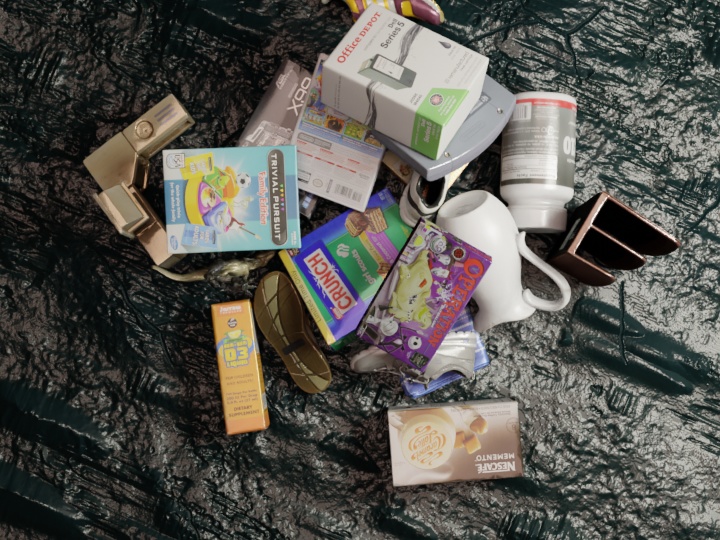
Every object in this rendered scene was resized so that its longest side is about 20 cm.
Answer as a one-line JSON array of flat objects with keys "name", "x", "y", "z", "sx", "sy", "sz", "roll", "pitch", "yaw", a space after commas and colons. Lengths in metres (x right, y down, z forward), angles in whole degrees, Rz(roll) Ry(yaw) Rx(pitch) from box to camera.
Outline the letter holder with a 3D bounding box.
[{"name": "letter holder", "x": 0.371, "y": -0.026, "z": 1.498, "sx": 0.141, "sy": 0.200, "sz": 0.101, "roll": 32, "pitch": 88, "yaw": 3}]

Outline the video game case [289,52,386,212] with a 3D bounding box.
[{"name": "video game case", "x": -0.027, "y": -0.207, "z": 1.532, "sx": 0.141, "sy": 0.018, "sz": 0.203, "roll": 20, "pitch": 96, "yaw": 6}]

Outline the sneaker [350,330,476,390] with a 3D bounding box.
[{"name": "sneaker", "x": 0.083, "y": 0.141, "z": 1.539, "sx": 0.197, "sy": 0.075, "sz": 0.083, "roll": -7, "pitch": 82, "yaw": -1}]

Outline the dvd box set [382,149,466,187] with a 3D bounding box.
[{"name": "dvd box set", "x": 0.083, "y": -0.218, "z": 1.577, "sx": 0.199, "sy": 0.029, "sz": 0.147, "roll": 40, "pitch": 87, "yaw": -12}]

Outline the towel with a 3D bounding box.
[{"name": "towel", "x": 0.103, "y": 0.082, "z": 1.591, "sx": 0.143, "sy": 0.024, "sz": 0.202, "roll": -22, "pitch": 86, "yaw": 0}]

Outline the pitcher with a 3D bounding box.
[{"name": "pitcher", "x": 0.208, "y": -0.017, "z": 1.499, "sx": 0.170, "sy": 0.122, "sz": 0.202, "roll": -11, "pitch": 117, "yaw": 30}]

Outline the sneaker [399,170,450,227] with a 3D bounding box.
[{"name": "sneaker", "x": 0.115, "y": -0.165, "z": 1.520, "sx": 0.073, "sy": 0.080, "sz": 0.203, "roll": 15, "pitch": 76, "yaw": -11}]

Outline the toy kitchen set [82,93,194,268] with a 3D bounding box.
[{"name": "toy kitchen set", "x": -0.303, "y": -0.138, "z": 1.549, "sx": 0.180, "sy": 0.163, "sz": 0.201, "roll": -37, "pitch": 86, "yaw": 0}]

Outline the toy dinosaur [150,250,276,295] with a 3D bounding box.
[{"name": "toy dinosaur", "x": -0.210, "y": 0.004, "z": 1.548, "sx": 0.197, "sy": 0.088, "sz": 0.048, "roll": -7, "pitch": 113, "yaw": -27}]

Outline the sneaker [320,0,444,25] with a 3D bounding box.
[{"name": "sneaker", "x": 0.034, "y": -0.417, "z": 1.604, "sx": 0.198, "sy": 0.075, "sz": 0.091, "roll": 29, "pitch": 96, "yaw": 10}]

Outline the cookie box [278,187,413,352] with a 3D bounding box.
[{"name": "cookie box", "x": 0.000, "y": 0.000, "z": 1.558, "sx": 0.198, "sy": 0.075, "sz": 0.172, "roll": -31, "pitch": 74, "yaw": -1}]

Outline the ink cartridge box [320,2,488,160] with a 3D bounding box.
[{"name": "ink cartridge box", "x": 0.061, "y": -0.271, "z": 1.452, "sx": 0.198, "sy": 0.084, "sz": 0.146, "roll": 28, "pitch": 61, "yaw": 12}]

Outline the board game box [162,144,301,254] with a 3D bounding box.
[{"name": "board game box", "x": -0.189, "y": -0.106, "z": 1.510, "sx": 0.197, "sy": 0.047, "sz": 0.154, "roll": -3, "pitch": 94, "yaw": -2}]

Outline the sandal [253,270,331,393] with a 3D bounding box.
[{"name": "sandal", "x": -0.103, "y": 0.095, "z": 1.586, "sx": 0.079, "sy": 0.054, "sz": 0.202, "roll": -24, "pitch": 100, "yaw": 14}]

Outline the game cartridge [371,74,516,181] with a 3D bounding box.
[{"name": "game cartridge", "x": 0.130, "y": -0.219, "z": 1.494, "sx": 0.199, "sy": 0.041, "sz": 0.133, "roll": -39, "pitch": 64, "yaw": -23}]

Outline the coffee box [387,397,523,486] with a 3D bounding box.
[{"name": "coffee box", "x": 0.143, "y": 0.260, "z": 1.550, "sx": 0.197, "sy": 0.080, "sz": 0.116, "roll": -4, "pitch": 87, "yaw": 2}]

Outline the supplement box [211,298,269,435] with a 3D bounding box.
[{"name": "supplement box", "x": -0.187, "y": 0.148, "z": 1.577, "sx": 0.065, "sy": 0.069, "sz": 0.203, "roll": -9, "pitch": 84, "yaw": -1}]

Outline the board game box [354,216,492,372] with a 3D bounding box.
[{"name": "board game box", "x": 0.088, "y": 0.037, "z": 1.458, "sx": 0.119, "sy": 0.032, "sz": 0.202, "roll": 26, "pitch": 111, "yaw": -9}]

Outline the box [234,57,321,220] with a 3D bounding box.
[{"name": "box", "x": -0.099, "y": -0.207, "z": 1.601, "sx": 0.156, "sy": 0.050, "sz": 0.202, "roll": 30, "pitch": 88, "yaw": 2}]

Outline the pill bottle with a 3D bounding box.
[{"name": "pill bottle", "x": 0.271, "y": -0.162, "z": 1.554, "sx": 0.112, "sy": 0.114, "sz": 0.203, "roll": 2, "pitch": 87, "yaw": 2}]
